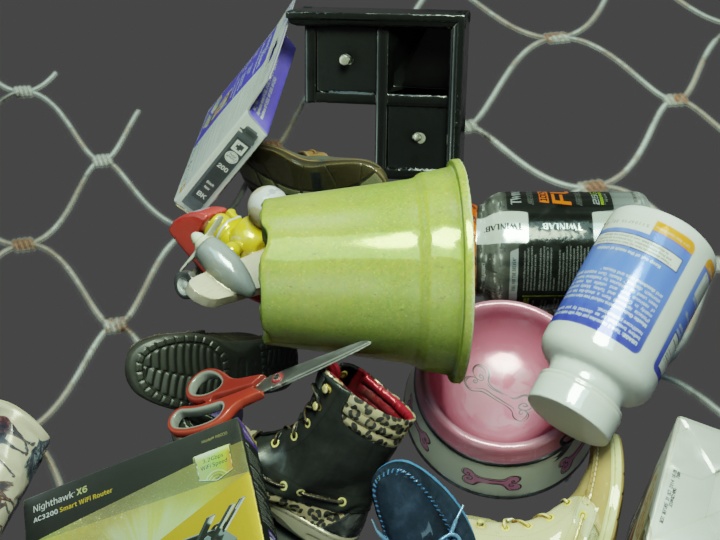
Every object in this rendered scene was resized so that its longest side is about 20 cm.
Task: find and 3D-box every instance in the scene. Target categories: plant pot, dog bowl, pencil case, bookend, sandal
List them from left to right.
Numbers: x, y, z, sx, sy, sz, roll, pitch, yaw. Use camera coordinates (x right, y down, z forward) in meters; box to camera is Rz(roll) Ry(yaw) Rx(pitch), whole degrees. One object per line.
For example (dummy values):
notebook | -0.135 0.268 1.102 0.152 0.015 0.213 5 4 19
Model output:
pencil case | -0.375 0.221 0.986 0.088 0.078 0.202 25 59 -3
sandal | -0.052 -0.111 1.190 0.197 0.083 0.055 4 29 27
plant pot | 0.000 0.000 0.941 0.180 0.202 0.203 0 54 -3
bookend | 0.021 -0.192 1.170 0.196 0.203 0.092 4 17 9
dog bowl | 0.140 0.117 1.027 0.196 0.074 0.203 -2 55 3

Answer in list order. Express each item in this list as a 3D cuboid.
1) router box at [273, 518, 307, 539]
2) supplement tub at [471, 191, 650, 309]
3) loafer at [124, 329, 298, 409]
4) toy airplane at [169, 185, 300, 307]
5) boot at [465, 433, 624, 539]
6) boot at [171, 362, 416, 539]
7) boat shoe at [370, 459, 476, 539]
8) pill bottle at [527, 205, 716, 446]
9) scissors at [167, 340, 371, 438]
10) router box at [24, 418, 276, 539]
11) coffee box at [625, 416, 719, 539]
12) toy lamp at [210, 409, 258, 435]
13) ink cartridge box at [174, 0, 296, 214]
router box | -0.147 0.269 0.952 0.199 0.053 0.157 36 64 25
supplement tub | 0.201 -0.021 1.089 0.196 0.123 0.124 0 54 3
loafer | -0.154 0.096 1.029 0.071 0.198 0.074 6 90 46
toy airplane | -0.095 -0.015 1.078 0.195 0.143 0.200 6 22 -17
boot | 0.152 0.230 0.938 0.153 0.073 0.203 12 73 14
boot | -0.059 0.145 0.931 0.198 0.152 0.073 33 18 7
boat shoe | 0.072 0.252 0.865 0.084 0.069 0.201 -36 85 18
pill bottle | 0.233 0.052 0.945 0.111 0.112 0.201 27 73 21
scissors | -0.082 0.105 0.900 0.197 0.014 0.074 -12 40 26
router box | -0.166 0.230 0.836 0.197 0.053 0.159 -21 53 2
coffee box | 0.267 0.227 0.862 0.079 0.201 0.115 18 58 15
toy lamp | -0.082 0.174 1.013 0.197 0.059 0.059 18 58 14
ink cartridge box | -0.126 -0.185 1.169 0.043 0.200 0.200 32 36 -18
